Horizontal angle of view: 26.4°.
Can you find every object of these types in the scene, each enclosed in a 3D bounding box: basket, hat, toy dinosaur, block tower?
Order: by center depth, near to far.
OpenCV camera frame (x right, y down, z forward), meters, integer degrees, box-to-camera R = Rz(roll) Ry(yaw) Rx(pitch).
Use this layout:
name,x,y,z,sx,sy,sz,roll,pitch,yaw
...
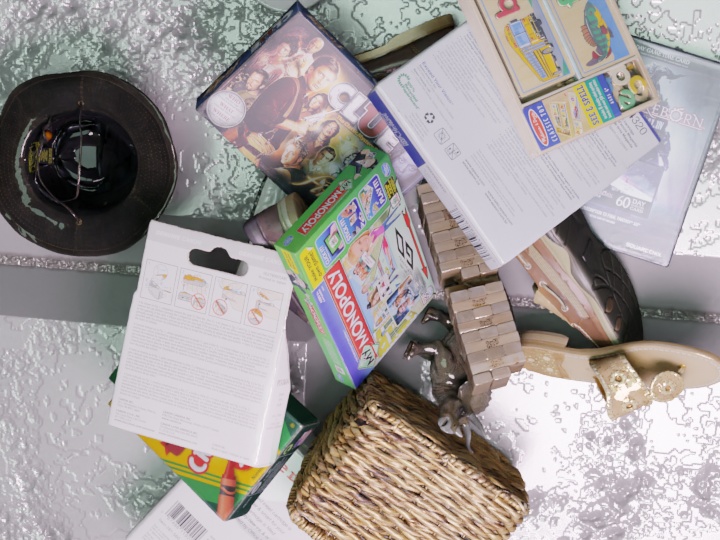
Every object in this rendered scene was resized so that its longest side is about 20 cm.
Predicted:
name,x,y,z,sx,sy,sz,roll,pitch,yaw
block tower,0.104,0.013,1.454,0.054,0.058,0.200,-14,75,-4
basket,0.043,0.212,1.493,0.200,0.143,0.149,34,101,-9
toy dinosaur,0.106,0.072,1.503,0.102,0.077,0.200,29,72,-1
hat,-0.263,-0.106,1.518,0.200,0.081,0.201,2,96,16

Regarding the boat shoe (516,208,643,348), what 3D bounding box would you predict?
name,x,y,z,sx,sy,sz,roll,pitch,yaw
boat shoe,0.202,0.007,1.470,0.074,0.076,0.200,-20,112,37

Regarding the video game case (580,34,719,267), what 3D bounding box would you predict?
name,x,y,z,sx,sy,sz,roll,pitch,yaw
video game case,0.258,-0.119,1.464,0.143,0.019,0.200,18,104,5

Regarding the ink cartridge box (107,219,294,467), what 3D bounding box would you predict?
name,x,y,z,sx,sy,sz,roll,pitch,yaw
ink cartridge box,-0.140,0.067,1.430,0.161,0.050,0.201,14,93,19

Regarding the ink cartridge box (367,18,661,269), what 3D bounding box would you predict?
name,x,y,z,sx,sy,sz,roll,pitch,yaw
ink cartridge box,0.140,-0.136,1.386,0.200,0.043,0.197,-36,92,-17

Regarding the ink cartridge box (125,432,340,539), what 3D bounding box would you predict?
name,x,y,z,sx,sy,sz,roll,pitch,yaw
ink cartridge box,-0.114,0.244,1.556,0.146,0.084,0.200,44,103,1

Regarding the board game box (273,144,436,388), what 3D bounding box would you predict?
name,x,y,z,sx,sy,sz,roll,pitch,yaw
board game box,0.000,0.000,1.425,0.029,0.200,0.135,24,62,34

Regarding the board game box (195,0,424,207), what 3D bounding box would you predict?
name,x,y,z,sx,sy,sz,roll,pitch,yaw
board game box,-0.036,-0.133,1.429,0.135,0.035,0.200,-42,111,16

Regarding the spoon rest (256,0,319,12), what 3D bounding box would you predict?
name,x,y,z,sx,sy,sz,roll,pitch,yaw
spoon rest,-0.048,-0.340,1.448,0.099,0.061,0.200,28,103,3

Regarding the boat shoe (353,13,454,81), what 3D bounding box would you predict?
name,x,y,z,sx,sy,sz,roll,pitch,yaw
boat shoe,0.008,-0.176,1.464,0.200,0.070,0.070,-21,93,12

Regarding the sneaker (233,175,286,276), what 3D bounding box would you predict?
name,x,y,z,sx,sy,sz,roll,pitch,yaw
sneaker,-0.081,-0.007,1.512,0.079,0.074,0.201,18,103,0

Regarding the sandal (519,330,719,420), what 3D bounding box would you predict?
name,x,y,z,sx,sy,sz,roll,pitch,yaw
sandal,0.235,0.109,1.442,0.211,0.070,0.078,6,147,30

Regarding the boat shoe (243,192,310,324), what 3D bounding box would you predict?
name,x,y,z,sx,sy,sz,roll,pitch,yaw
boat shoe,-0.055,0.008,1.462,0.065,0.072,0.200,-15,138,9

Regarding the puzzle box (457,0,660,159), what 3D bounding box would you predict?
name,x,y,z,sx,sy,sz,roll,pitch,yaw
puzzle box,0.169,-0.215,1.370,0.133,0.025,0.200,-25,89,-16

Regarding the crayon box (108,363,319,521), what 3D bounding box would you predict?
name,x,y,z,sx,sy,sz,roll,pitch,yaw
crayon box,-0.154,0.128,1.487,0.200,0.051,0.127,42,103,15
